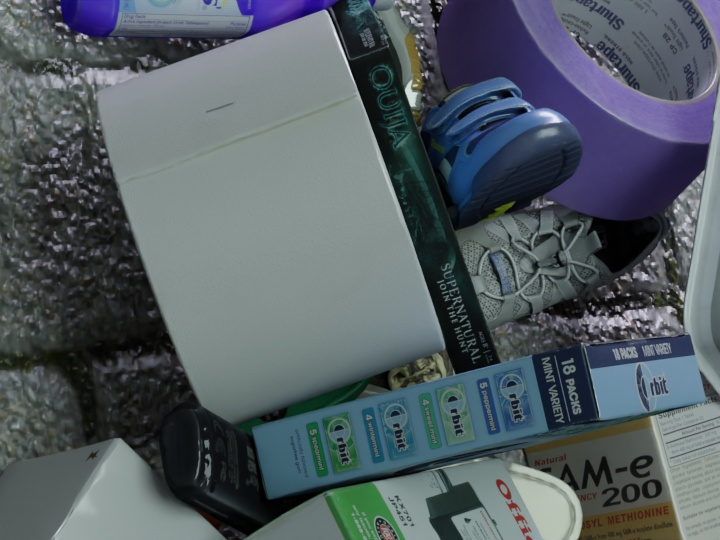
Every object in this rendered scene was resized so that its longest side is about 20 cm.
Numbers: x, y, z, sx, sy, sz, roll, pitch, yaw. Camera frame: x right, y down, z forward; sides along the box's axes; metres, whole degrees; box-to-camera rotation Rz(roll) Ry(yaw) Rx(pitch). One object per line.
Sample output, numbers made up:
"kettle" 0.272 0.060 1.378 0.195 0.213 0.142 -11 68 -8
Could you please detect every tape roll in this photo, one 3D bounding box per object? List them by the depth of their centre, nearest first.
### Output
"tape roll" -0.050 -0.027 1.442 0.139 0.203 0.204 -20 92 1
"tape roll" 0.155 -0.137 1.689 0.199 0.085 0.201 20 46 -23

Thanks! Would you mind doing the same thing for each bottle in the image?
"bottle" -0.076 -0.178 1.535 0.199 0.065 0.084 0 84 -19

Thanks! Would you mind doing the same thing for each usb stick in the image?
"usb stick" -0.060 0.119 1.431 0.200 0.032 0.056 41 43 -65

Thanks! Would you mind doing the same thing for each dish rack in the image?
"dish rack" 0.256 -0.015 1.634 0.172 0.043 0.201 46 51 -56

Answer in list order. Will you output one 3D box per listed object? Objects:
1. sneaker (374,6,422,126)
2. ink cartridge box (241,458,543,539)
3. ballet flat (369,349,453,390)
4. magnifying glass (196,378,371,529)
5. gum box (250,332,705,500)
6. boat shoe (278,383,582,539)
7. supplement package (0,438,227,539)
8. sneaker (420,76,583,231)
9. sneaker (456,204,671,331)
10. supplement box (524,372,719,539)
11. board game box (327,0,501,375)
"sneaker" -0.018 -0.150 1.619 0.087 0.076 0.201 -3 76 -25
"ink cartridge box" 0.035 0.189 1.414 0.200 0.083 0.147 -4 63 -61
"ballet flat" 0.000 0.000 1.587 0.067 0.046 0.201 -26 94 -13
"magnifying glass" -0.057 0.089 1.527 0.079 0.022 0.200 30 64 9
"gum box" 0.068 0.079 1.431 0.170 0.199 0.045 0 75 -64
"boat shoe" 0.036 0.123 1.583 0.199 0.060 0.072 23 77 -11
"supplement package" -0.122 0.204 1.401 0.200 0.120 0.121 46 55 -21
"sneaker" 0.074 -0.075 1.553 0.074 0.200 0.083 -16 86 -14
"sneaker" 0.116 -0.013 1.672 0.200 0.082 0.075 -23 93 -40
"supplement box" 0.181 0.153 1.655 0.073 0.126 0.201 -13 86 -38
"board game box" 0.030 -0.051 1.501 0.028 0.135 0.201 -19 110 1
